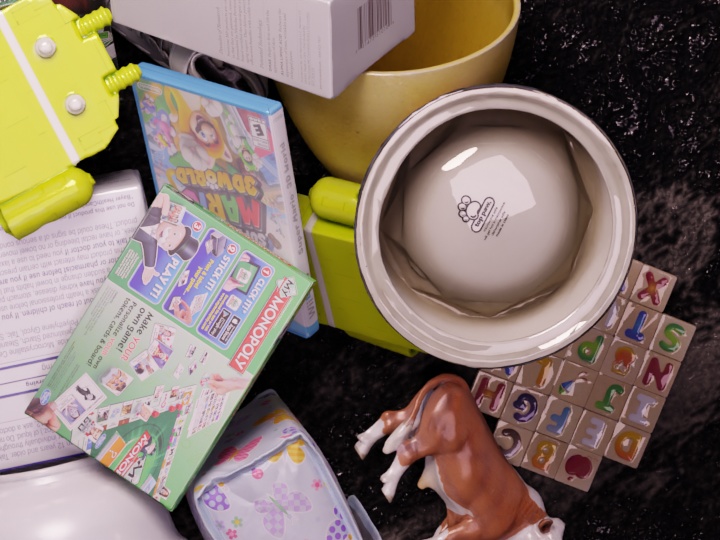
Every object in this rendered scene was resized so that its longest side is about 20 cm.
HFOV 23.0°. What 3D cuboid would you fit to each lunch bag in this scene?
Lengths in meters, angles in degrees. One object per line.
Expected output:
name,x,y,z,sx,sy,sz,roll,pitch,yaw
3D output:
lunch bag,-0.053,0.214,1.410,0.126,0.170,0.201,-26,101,-7

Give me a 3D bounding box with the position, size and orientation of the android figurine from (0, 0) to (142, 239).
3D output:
android figurine,-0.257,-0.120,1.284,0.199,0.041,0.183,-26,100,-4

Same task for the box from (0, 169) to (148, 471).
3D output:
box,-0.241,0.039,1.380,0.182,0.105,0.202,-11,101,-7

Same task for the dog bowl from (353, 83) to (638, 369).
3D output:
dog bowl,0.092,-0.037,1.254,0.198,0.074,0.202,-1,105,-3

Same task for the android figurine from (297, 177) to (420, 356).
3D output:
android figurine,0.000,0.000,1.382,0.198,0.183,0.041,15,56,24

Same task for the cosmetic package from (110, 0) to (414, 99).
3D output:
cosmetic package,-0.073,-0.206,1.263,0.113,0.199,0.082,-42,143,-40

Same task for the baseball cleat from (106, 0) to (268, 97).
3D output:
baseball cleat,-0.148,-0.192,1.351,0.199,0.107,0.070,35,99,-11

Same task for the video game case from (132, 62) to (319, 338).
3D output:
video game case,-0.102,-0.052,1.344,0.018,0.142,0.202,-40,135,-37

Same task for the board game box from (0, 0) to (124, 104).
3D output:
board game box,-0.282,-0.150,1.324,0.198,0.024,0.106,-15,127,-13

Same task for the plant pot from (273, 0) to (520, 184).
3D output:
plant pot,0.022,-0.142,1.359,0.198,0.201,0.143,-7,127,-7

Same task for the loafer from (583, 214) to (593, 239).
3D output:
loafer,0.127,-0.040,1.391,0.069,0.199,0.076,7,92,-39

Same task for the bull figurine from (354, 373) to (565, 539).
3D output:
bull figurine,0.086,0.184,1.477,0.121,0.065,0.201,-31,103,-5

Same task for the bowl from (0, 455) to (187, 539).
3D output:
bowl,-0.236,0.192,1.370,0.199,0.201,0.091,-11,91,-7

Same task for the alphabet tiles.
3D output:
alphabet tiles,0.187,0.081,1.505,0.165,0.006,0.202,21,97,-12

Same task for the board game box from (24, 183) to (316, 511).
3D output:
board game box,-0.141,0.057,1.314,0.134,0.029,0.201,33,94,2
